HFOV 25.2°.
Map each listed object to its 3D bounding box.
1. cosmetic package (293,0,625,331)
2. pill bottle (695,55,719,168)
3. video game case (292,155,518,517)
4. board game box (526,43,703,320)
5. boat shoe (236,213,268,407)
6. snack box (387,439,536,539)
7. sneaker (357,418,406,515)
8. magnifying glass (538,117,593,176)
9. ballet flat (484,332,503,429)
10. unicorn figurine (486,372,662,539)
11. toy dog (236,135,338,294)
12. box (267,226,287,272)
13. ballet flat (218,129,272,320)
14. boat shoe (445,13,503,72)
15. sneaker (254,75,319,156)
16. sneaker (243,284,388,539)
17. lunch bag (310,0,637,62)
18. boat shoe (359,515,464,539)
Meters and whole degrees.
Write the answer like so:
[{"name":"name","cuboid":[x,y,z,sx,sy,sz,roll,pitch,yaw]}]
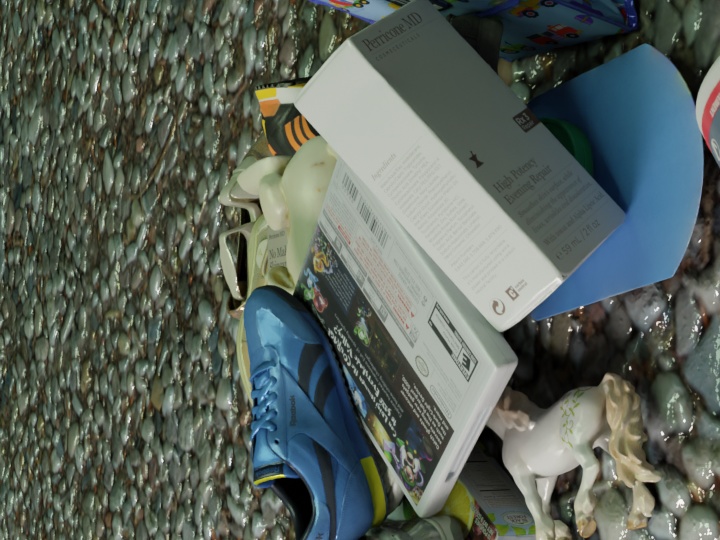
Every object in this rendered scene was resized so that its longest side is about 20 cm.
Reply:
[{"name":"cosmetic package","cuboid":[0.064,-0.070,1.026,0.200,0.102,0.074,48,131,3]},{"name":"pill bottle","cuboid":[0.263,-0.032,0.823,0.120,0.119,0.201,-57,42,42]},{"name":"video game case","cuboid":[0.023,0.041,1.106,0.200,0.023,0.182,56,147,28]},{"name":"board game box","cuboid":[0.169,-0.055,1.079,0.200,0.039,0.159,-23,64,52]},{"name":"boat shoe","cuboid":[-0.067,0.038,1.463,0.063,0.073,0.202,156,120,-63]},{"name":"snack box","cuboid":[0.062,0.237,1.233,0.142,0.053,0.201,51,130,51]},{"name":"sneaker","cuboid":[-0.015,0.135,1.239,0.075,0.081,0.200,-58,22,-10]},{"name":"magnifying glass","cuboid":[0.095,-0.027,1.130,0.200,0.022,0.080,-49,46,36]},{"name":"ballet flat","cuboid":[0.078,0.026,1.219,0.071,0.070,0.202,-14,75,60]},{"name":"unicorn figurine","cuboid":[0.127,0.126,1.115,0.199,0.074,0.138,-27,67,36]},{"name":"toy dog","cuboid":[0.000,0.000,1.278,0.194,0.139,0.201,151,112,-65]},{"name":"box","cuboid":[-0.036,0.057,1.406,0.082,0.068,0.202,-14,76,61]},{"name":"ballet flat","cuboid":[-0.100,-0.047,1.530,0.068,0.067,0.202,-7,82,61]},{"name":"boat shoe","cuboid":[0.088,-0.106,1.148,0.200,0.057,0.067,66,-158,-55]},{"name":"sneaker","cuboid":[-0.027,-0.123,1.418,0.200,0.070,0.091,15,116,61]},{"name":"sneaker","cuboid":[-0.051,0.105,1.162,0.066,0.078,0.201,-42,67,54]},{"name":"lunch bag","cuboid":[0.067,-0.208,1.103,0.150,0.199,0.095,-3,85,61]},{"name":"boat shoe","cuboid":[0.003,0.223,1.217,0.202,0.064,0.075,-24,67,57]}]
